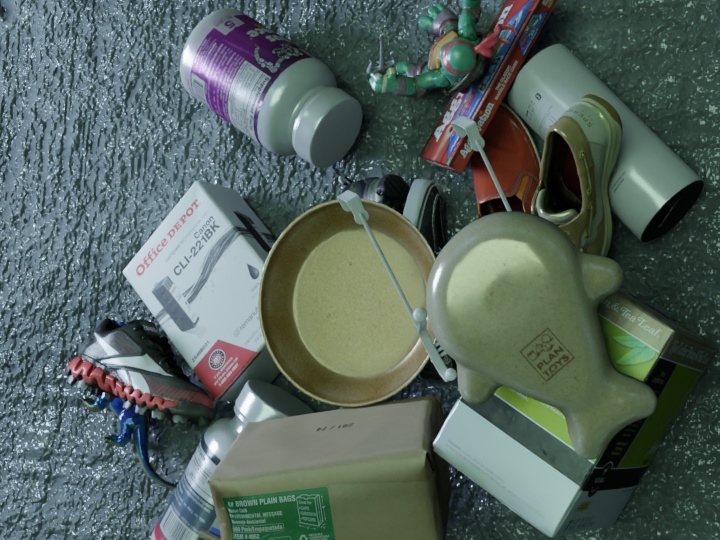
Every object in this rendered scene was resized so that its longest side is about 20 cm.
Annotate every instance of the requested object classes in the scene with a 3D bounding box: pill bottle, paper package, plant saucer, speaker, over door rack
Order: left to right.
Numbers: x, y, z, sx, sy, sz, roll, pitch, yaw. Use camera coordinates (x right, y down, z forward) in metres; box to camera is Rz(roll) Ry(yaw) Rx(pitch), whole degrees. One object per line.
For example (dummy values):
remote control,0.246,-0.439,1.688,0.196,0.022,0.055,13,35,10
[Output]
pill bottle,-0.126,0.225,1.217,0.119,0.119,0.202,33,98,27
pill bottle,-0.095,-0.196,1.264,0.199,0.112,0.113,35,99,26
paper package,-0.020,0.196,1.058,0.197,0.191,0.105,-9,97,7
plant saucer,-0.006,0.032,1.143,0.197,0.035,0.204,-1,87,22
over door rack,0.089,-0.020,1.059,0.147,0.067,0.202,-31,96,-11
speaker,0.231,-0.121,1.100,0.081,0.081,0.201,-46,65,14

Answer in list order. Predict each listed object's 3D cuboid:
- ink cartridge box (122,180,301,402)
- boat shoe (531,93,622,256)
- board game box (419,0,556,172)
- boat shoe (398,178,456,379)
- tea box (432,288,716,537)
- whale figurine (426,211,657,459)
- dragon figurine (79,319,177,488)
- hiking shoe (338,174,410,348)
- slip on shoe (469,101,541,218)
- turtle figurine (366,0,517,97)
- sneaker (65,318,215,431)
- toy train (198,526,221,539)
ink cartridge box,-0.149,0.022,1.278,0.145,0.083,0.200,-48,64,15
boat shoe,0.189,-0.064,1.064,0.074,0.066,0.202,37,143,40
board game box,0.127,-0.194,1.153,0.019,0.103,0.202,28,92,-15
boat shoe,0.078,0.009,1.167,0.067,0.073,0.203,0,80,20
tea box,0.194,0.111,1.019,0.133,0.199,0.198,34,97,27
whale figurine,0.141,0.046,0.903,0.159,0.104,0.200,-43,89,14
dragon figurine,-0.255,0.149,1.329,0.099,0.059,0.201,-45,64,15
hiking shoe,0.000,0.000,1.220,0.100,0.075,0.203,5,83,45
slip on shoe,0.144,-0.078,1.151,0.073,0.061,0.203,-15,75,27
turtle figurine,0.078,-0.217,1.132,0.150,0.200,0.101,-45,97,4
sneaker,-0.229,0.107,1.249,0.198,0.071,0.099,17,77,33
toy train,-0.114,0.311,1.165,0.034,0.201,0.046,18,61,32
